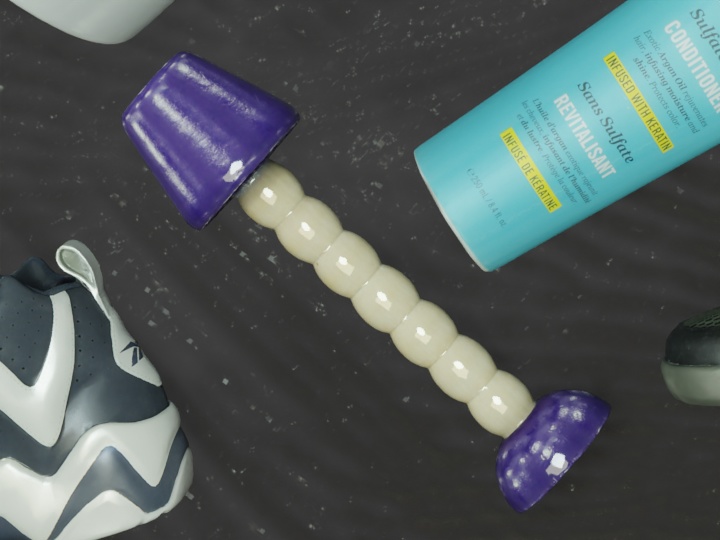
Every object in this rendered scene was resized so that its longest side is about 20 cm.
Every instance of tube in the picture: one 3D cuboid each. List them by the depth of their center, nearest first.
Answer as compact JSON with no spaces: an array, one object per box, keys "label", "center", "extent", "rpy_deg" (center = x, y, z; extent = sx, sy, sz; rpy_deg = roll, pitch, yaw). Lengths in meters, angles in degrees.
[{"label":"tube","center":[0.114,-0.073,0.996],"extent":[0.200,0.050,0.078],"rpy_deg":[-33,103,9]}]

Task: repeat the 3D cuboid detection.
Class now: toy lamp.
[{"label":"toy lamp","center":[0.000,0.000,1.021],"extent":[0.200,0.058,0.058],"rpy_deg":[40,105,-3]}]

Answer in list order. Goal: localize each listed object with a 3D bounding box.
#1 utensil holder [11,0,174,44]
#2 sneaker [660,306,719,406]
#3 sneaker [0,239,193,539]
[{"label":"utensil holder","center":[-0.063,-0.197,0.932],"extent":[0.200,0.170,0.170],"rpy_deg":[-42,93,16]},{"label":"sneaker","center":[0.190,-0.021,0.978],"extent":[0.199,0.076,0.115],"rpy_deg":[-17,97,9]},{"label":"sneaker","center":[-0.170,0.047,1.046],"extent":[0.199,0.079,0.130],"rpy_deg":[-15,98,12]}]
